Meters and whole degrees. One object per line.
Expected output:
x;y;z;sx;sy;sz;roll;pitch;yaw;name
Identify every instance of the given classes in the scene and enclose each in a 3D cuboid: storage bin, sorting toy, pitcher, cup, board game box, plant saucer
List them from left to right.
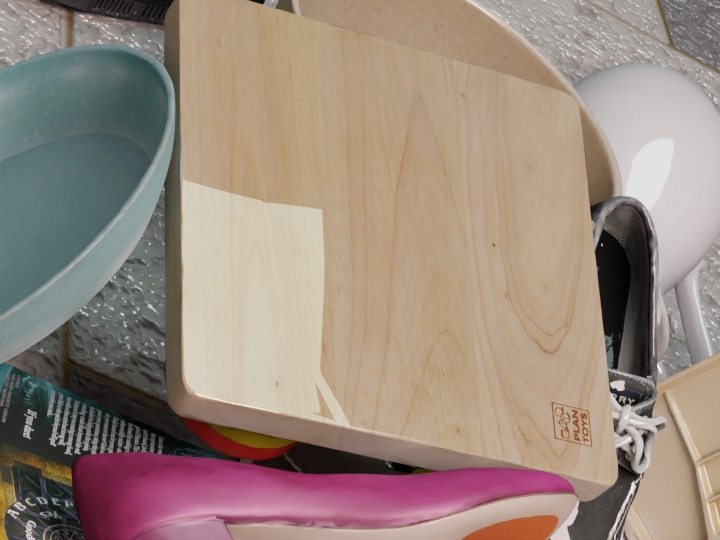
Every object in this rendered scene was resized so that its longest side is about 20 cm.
-0.155;-0.015;1.076;0.036;0.199;0.200;58;17;-32;plant saucer
-0.112;0.107;1.035;0.135;0.028;0.200;25;20;-11;board game box
0.000;0.000;1.116;0.198;0.070;0.201;14;54;-24;sorting toy
0.012;-0.044;1.329;0.200;0.143;0.201;28;31;-19;cup
0.163;-0.014;1.512;0.172;0.121;0.200;51;35;-22;pitcher
0.257;0.077;1.377;0.200;0.198;0.094;-8;72;-47;storage bin

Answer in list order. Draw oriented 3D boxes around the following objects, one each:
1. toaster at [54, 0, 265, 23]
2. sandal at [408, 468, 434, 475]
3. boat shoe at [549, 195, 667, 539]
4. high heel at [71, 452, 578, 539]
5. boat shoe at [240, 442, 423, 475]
-0.118;-0.216;1.456;0.200;0.114;0.129;3;43;-45;toaster
0.005;0.153;1.091;0.080;0.087;0.200;50;30;-6;sandal
0.105;0.063;1.183;0.073;0.068;0.200;21;67;-21;boat shoe
-0.011;0.087;1.021;0.199;0.068;0.096;-8;47;-35;high heel
0.039;0.122;1.210;0.200;0.060;0.072;33;30;-12;boat shoe
